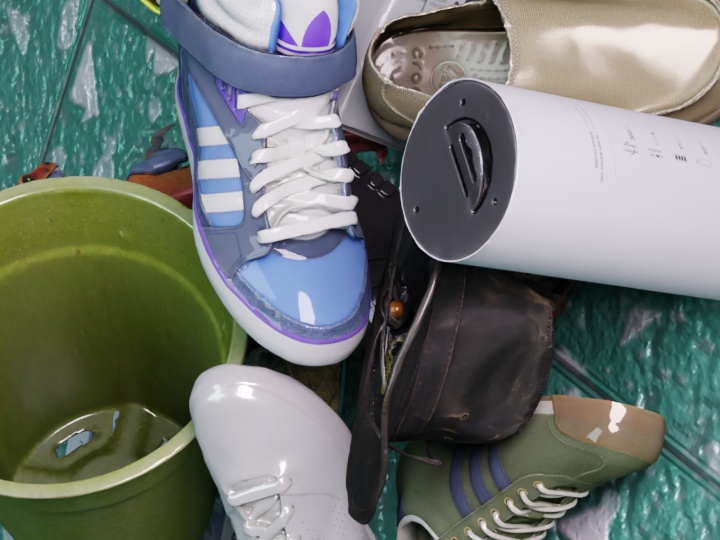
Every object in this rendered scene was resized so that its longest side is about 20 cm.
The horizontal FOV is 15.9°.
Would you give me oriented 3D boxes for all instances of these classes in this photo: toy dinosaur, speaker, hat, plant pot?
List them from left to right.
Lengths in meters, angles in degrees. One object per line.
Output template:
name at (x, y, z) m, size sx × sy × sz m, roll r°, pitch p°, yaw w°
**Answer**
plant pot at (-0.151, 0.081, 1.435) m, size 0.190 × 0.200 × 0.200 m, roll 83°, pitch 168°, yaw -57°
toy dinosaur at (-0.102, -0.054, 1.461) m, size 0.200 × 0.181 × 0.105 m, roll 123°, pitch 135°, yaw -62°
hat at (0.048, 0.034, 1.219) m, size 0.201 × 0.081 × 0.201 m, roll -167°, pitch 90°, yaw -86°
speaker at (0.116, -0.033, 1.147) m, size 0.081 × 0.200 × 0.081 m, roll -11°, pitch 76°, yaw 51°

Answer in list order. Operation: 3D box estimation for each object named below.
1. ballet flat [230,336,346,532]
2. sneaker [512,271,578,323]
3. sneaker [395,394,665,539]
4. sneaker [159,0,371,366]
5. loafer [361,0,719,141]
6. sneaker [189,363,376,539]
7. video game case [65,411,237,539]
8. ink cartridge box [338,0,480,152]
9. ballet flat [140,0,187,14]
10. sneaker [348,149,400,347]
ballet flat at (-0.043, 0.119, 1.454) m, size 0.071 × 0.071 × 0.200 m, roll -12°, pitch 76°, yaw 52°
sneaker at (0.091, -0.033, 1.294) m, size 0.076 × 0.070 × 0.200 m, roll 10°, pitch 95°, yaw 48°
sneaker at (0.079, 0.113, 1.282) m, size 0.200 × 0.067 × 0.090 m, roll -9°, pitch 67°, yaw 60°
sneaker at (-0.036, -0.071, 1.249) m, size 0.146 × 0.081 × 0.200 m, roll 113°, pitch 143°, yaw -54°
loafer at (0.091, -0.097, 1.237) m, size 0.200 × 0.067 × 0.076 m, roll -8°, pitch 79°, yaw 18°
sneaker at (-0.033, 0.141, 1.303) m, size 0.075 × 0.200 × 0.089 m, roll -12°, pitch 30°, yaw 27°
video game case at (-0.136, 0.171, 1.609) m, size 0.200 × 0.023 × 0.182 m, roll 20°, pitch 101°, yaw 53°
ink cartridge box at (0.018, -0.177, 1.371) m, size 0.147 × 0.083 × 0.200 m, roll 36°, pitch 102°, yaw 49°
ballet flat at (-0.070, -0.162, 1.530) m, size 0.200 × 0.067 × 0.067 m, roll 15°, pitch 96°, yaw 53°
sneaker at (0.000, 0.000, 1.373) m, size 0.200 × 0.076 × 0.088 m, roll 46°, pitch 151°, yaw 4°
